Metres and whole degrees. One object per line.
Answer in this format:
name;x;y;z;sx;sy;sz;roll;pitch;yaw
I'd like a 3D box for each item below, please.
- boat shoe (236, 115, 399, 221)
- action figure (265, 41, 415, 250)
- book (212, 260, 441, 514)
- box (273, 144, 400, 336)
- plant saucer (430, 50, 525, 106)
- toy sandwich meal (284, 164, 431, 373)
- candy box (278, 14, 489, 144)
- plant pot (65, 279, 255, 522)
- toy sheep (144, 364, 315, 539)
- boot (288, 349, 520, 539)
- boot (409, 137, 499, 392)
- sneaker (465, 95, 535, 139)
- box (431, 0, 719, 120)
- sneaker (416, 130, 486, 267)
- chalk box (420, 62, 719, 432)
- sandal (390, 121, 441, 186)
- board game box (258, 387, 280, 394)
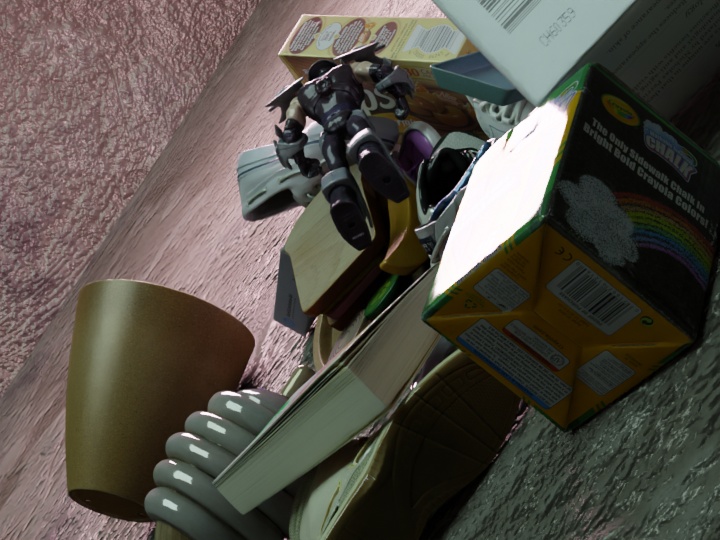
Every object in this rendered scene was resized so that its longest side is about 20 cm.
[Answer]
boat shoe;-0.036;-0.085;1.713;0.199;0.073;0.068;-16;70;52
action figure;-0.013;-0.113;1.593;0.130;0.069;0.201;-37;37;18
book;-0.012;0.082;1.340;0.134;0.048;0.200;-48;2;-42
box;-0.017;-0.056;1.833;0.201;0.041;0.156;-59;-8;-23
plant saucer;0.128;-0.156;1.486;0.200;0.069;0.019;-23;-53;-57
toy sandwich meal;0.000;0.000;1.610;0.205;0.070;0.206;-45;29;34
candy box;0.037;-0.166;1.697;0.199;0.116;0.056;9;57;39
plant pot;-0.219;0.138;1.911;0.186;0.185;0.202;-29;41;59
toy sheep;-0.089;0.160;1.467;0.201;0.137;0.138;-58;14;-19
boot;0.024;0.126;1.312;0.201;0.072;0.155;-55;11;-2
boot;0.071;0.004;1.387;0.201;0.095;0.073;-57;14;-13
sneaker;0.128;-0.115;1.509;0.075;0.087;0.200;-52;15;-2
box;0.161;-0.214;1.324;0.200;0.130;0.199;-46;55;9
sneaker;0.081;-0.068;1.502;0.075;0.088;0.201;-13;32;8
chalk box;0.139;-0.029;1.188;0.124;0.124;0.201;-41;17;41
sandal;0.046;-0.074;1.695;0.050;0.083;0.203;-36;-2;-12
board game box;-0.124;0.196;1.718;0.201;0.032;0.120;-55;18;-9
